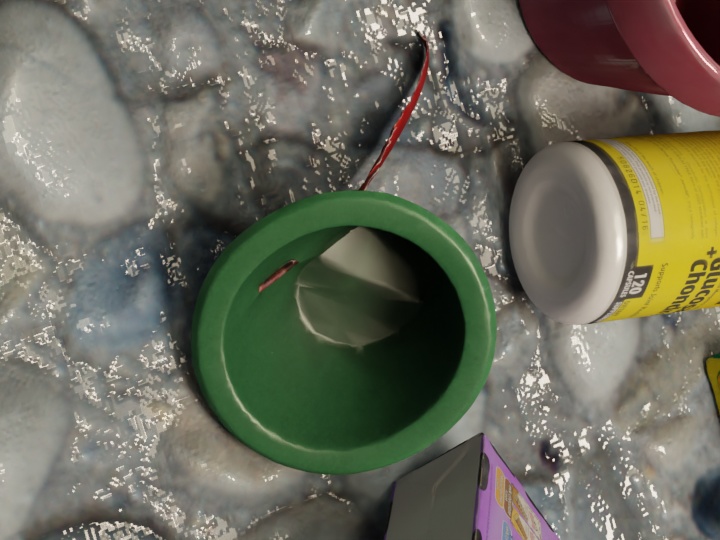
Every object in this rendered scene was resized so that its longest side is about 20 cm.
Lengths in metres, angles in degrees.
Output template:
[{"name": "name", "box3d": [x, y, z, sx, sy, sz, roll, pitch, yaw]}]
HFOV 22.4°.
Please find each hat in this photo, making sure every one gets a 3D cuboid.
[{"name": "hat", "box3d": [0.000, 0.000, 1.085, 0.199, 0.176, 0.166, -31, 109, 11]}]

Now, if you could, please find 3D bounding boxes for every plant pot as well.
[{"name": "plant pot", "box3d": [0.196, -0.189, 1.115, 0.198, 0.178, 0.203, 2, 87, -30]}]

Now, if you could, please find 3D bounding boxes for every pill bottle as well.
[{"name": "pill bottle", "box3d": [0.201, -0.030, 1.148, 0.198, 0.112, 0.113, -6, 90, -30]}]

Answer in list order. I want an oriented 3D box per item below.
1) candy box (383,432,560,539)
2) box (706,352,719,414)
[{"name": "candy box", "box3d": [0.093, 0.223, 1.042, 0.071, 0.168, 0.201, -30, 107, 18]}, {"name": "box", "box3d": [0.314, 0.139, 1.244, 0.116, 0.048, 0.202, -19, 99, -29]}]
